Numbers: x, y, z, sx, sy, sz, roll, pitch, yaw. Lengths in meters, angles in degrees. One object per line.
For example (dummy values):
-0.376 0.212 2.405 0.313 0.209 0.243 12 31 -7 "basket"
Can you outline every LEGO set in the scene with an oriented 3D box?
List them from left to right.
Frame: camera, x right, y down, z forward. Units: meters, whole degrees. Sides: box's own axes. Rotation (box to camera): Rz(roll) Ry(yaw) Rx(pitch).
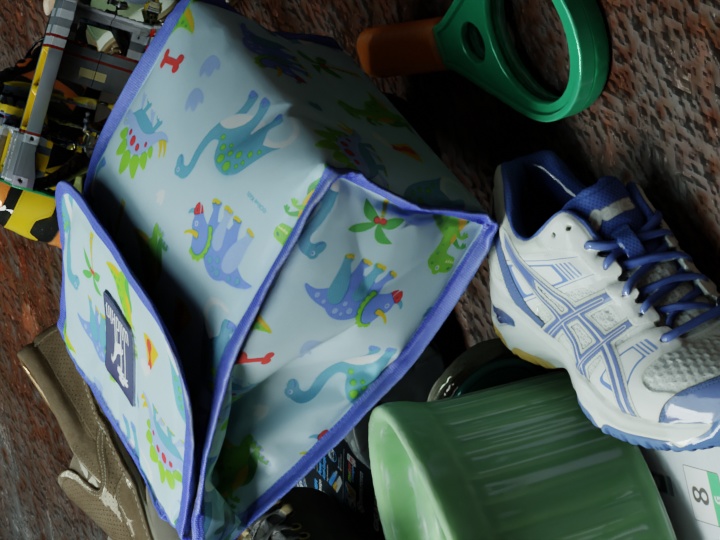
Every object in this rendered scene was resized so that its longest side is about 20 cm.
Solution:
-0.106 -0.084 1.504 0.154 0.199 0.117 -157 83 -83 "LEGO set"

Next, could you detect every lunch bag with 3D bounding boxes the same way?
-0.060 0.002 1.330 0.201 0.127 0.170 -59 40 20 "lunch bag"

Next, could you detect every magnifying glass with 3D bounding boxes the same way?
0.053 -0.106 1.325 0.200 0.022 0.080 0 110 61 "magnifying glass"

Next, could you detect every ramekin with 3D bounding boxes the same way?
0.081 0.143 1.307 0.200 0.097 0.201 163 90 -81 "ramekin"

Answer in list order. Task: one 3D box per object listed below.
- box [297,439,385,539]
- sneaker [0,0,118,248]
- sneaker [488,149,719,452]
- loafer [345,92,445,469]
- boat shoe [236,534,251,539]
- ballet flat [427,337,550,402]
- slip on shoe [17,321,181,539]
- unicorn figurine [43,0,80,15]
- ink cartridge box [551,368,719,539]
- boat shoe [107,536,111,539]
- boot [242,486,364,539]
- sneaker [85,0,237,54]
-0.010 0.136 1.610 0.159 0.046 0.201 44 147 40 "box"
-0.181 -0.100 1.626 0.070 0.089 0.201 -54 27 40 "sneaker"
0.111 0.010 1.235 0.200 0.075 0.089 29 135 52 "sneaker"
0.000 0.000 1.452 0.072 0.072 0.201 -137 42 -57 "loafer"
-0.048 0.184 1.590 0.200 0.066 0.074 49 151 37 "boat shoe"
0.054 0.093 1.435 0.063 0.067 0.201 -105 16 -45 "ballet flat"
-0.139 0.117 1.628 0.076 0.060 0.201 80 170 -71 "slip on shoe"
-0.190 -0.246 1.628 0.200 0.074 0.137 46 127 5 "unicorn figurine"
0.142 0.130 1.306 0.200 0.050 0.162 10 119 59 "ink cartridge box"
-0.076 0.210 1.745 0.093 0.075 0.200 31 -169 -43 "boat shoe"
-0.034 0.159 1.445 0.138 0.077 0.200 49 -172 27 "boot"
-0.103 -0.179 1.526 0.200 0.067 0.090 -31 76 63 "sneaker"
